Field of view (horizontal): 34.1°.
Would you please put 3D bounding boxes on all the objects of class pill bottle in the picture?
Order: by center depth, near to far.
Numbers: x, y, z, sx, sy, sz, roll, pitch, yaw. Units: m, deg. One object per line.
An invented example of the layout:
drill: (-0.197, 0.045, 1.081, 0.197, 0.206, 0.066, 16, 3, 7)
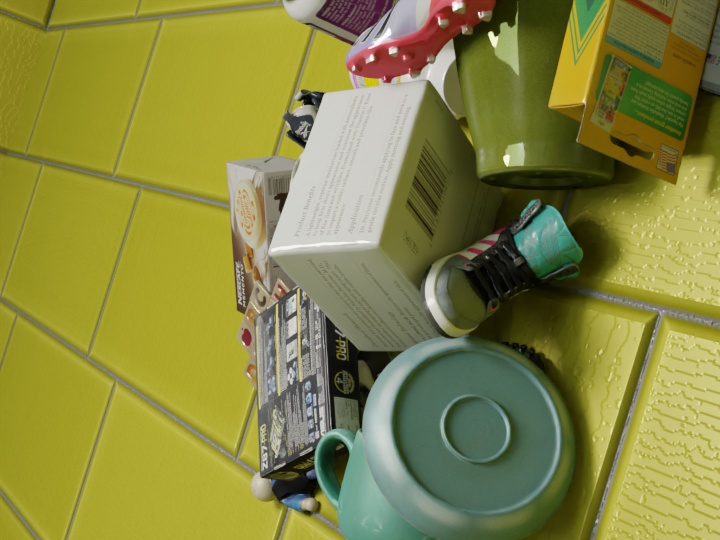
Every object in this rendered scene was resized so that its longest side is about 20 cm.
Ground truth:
pill bottle: (0.074, -0.229, 1.364, 0.200, 0.104, 0.105, 29, 100, 57)
pill bottle: (-0.027, -0.355, 1.491, 0.112, 0.199, 0.113, -31, 50, 46)

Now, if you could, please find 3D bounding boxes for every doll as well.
doll: (-0.075, 0.222, 1.416, 0.200, 0.048, 0.137, -50, 51, 42)

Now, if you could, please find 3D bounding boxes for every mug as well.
mug: (0.048, 0.226, 1.136, 0.185, 0.152, 0.115, 12, 87, 65)

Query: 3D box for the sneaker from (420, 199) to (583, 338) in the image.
sneaker: (0.144, -0.005, 1.102, 0.121, 0.200, 0.084, -30, 93, 34)

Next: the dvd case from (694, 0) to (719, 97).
dvd case: (0.344, -0.251, 1.032, 0.150, 0.025, 0.201, 39, 109, 56)

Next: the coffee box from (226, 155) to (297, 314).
coffee box: (-0.109, -0.039, 1.507, 0.114, 0.079, 0.201, 23, 119, 58)

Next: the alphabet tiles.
alphabet tiles: (-0.087, 0.113, 1.443, 0.200, 0.006, 0.167, 48, 133, 30)

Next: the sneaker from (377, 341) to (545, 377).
sneaker: (0.109, 0.124, 1.183, 0.200, 0.078, 0.086, -16, 93, 47)

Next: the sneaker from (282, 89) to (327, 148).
sneaker: (-0.040, -0.153, 1.478, 0.079, 0.129, 0.200, -39, 45, 43)

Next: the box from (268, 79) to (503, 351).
box: (0.033, -0.049, 1.187, 0.130, 0.200, 0.200, -2, 57, 32)

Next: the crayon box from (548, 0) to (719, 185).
crayon box: (0.238, -0.188, 1.022, 0.052, 0.125, 0.201, 5, 80, 57)

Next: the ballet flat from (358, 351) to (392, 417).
ballet flat: (0.008, 0.154, 1.309, 0.073, 0.073, 0.201, -46, 40, 36)

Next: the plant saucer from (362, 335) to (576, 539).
plant saucer: (0.101, 0.145, 1.052, 0.027, 0.199, 0.201, 109, 163, -62)

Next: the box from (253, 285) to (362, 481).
box: (-0.063, 0.120, 1.323, 0.161, 0.049, 0.201, -35, 52, 47)

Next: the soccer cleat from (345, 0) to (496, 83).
soccer cleat: (0.055, -0.237, 1.093, 0.200, 0.066, 0.077, -23, 60, 54)

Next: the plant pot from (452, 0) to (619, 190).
plant pot: (0.177, -0.179, 1.122, 0.200, 0.200, 0.194, -4, 83, 56)
